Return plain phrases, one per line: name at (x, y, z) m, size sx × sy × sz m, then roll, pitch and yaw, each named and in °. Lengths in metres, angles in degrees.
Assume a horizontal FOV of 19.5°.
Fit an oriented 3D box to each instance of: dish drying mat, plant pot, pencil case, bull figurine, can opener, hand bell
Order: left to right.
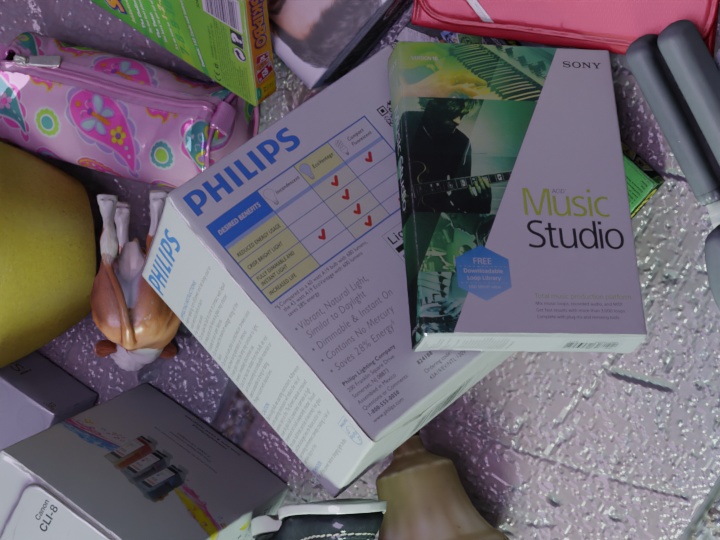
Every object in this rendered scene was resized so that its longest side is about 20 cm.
plant pot at (-0.269, -0.013, 1.503) m, size 0.142 × 0.200 × 0.200 m, roll -4°, pitch 103°, yaw -19°
pencil case at (-0.172, -0.112, 1.484) m, size 0.200 × 0.087 × 0.088 m, roll 17°, pitch 108°, yaw 21°
bull figurine at (-0.156, 0.010, 1.470) m, size 0.065 × 0.200 × 0.122 m, roll 0°, pitch 87°, yaw -6°
hand bell at (0.028, 0.105, 1.446) m, size 0.104 × 0.104 × 0.200 m, roll -19°, pitch 81°, yaw 28°
dish drying mat at (0.132, -0.182, 1.347) m, size 0.200 × 0.018 × 0.077 m, roll 9°, pitch 104°, yaw 16°
can opener at (0.226, -0.059, 1.311) m, size 0.053 × 0.066 × 0.200 m, roll -21°, pitch 97°, yaw 40°

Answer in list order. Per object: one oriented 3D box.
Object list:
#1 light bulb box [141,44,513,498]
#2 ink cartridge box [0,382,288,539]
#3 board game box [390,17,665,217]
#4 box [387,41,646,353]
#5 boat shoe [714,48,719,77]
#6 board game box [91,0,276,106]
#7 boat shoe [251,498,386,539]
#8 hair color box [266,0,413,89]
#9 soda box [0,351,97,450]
light bulb box at (0.000, 0.000, 1.348) m, size 0.200 × 0.198 × 0.125 m, roll 49°, pitch 154°, yaw 9°
ink cartridge box at (-0.178, 0.196, 1.487) m, size 0.145 × 0.200 × 0.145 m, roll 35°, pitch 114°, yaw 15°
board game box at (0.097, -0.089, 1.395) m, size 0.200 × 0.023 × 0.105 m, roll 45°, pitch 113°, yaw 11°
box at (0.096, -0.047, 1.304) m, size 0.036 × 0.144 × 0.200 m, roll 121°, pitch 147°, yaw -63°
boat shoe at (0.307, -0.128, 1.260) m, size 0.199 × 0.068 × 0.074 m, roll -5°, pitch 111°, yaw 51°
board game box at (-0.137, -0.196, 1.438) m, size 0.200 × 0.030 × 0.096 m, roll 32°, pitch 146°, yaw 29°
boat shoe at (-0.028, 0.190, 1.408) m, size 0.076 × 0.200 × 0.060 m, roll 1°, pitch 77°, yaw -12°
hair color box at (-0.058, -0.230, 1.419) m, size 0.200 × 0.061 × 0.099 m, roll 47°, pitch 116°, yaw 9°
soda box at (-0.304, 0.075, 1.601) m, size 0.200 × 0.064 × 0.068 m, roll 33°, pitch 113°, yaw 15°
